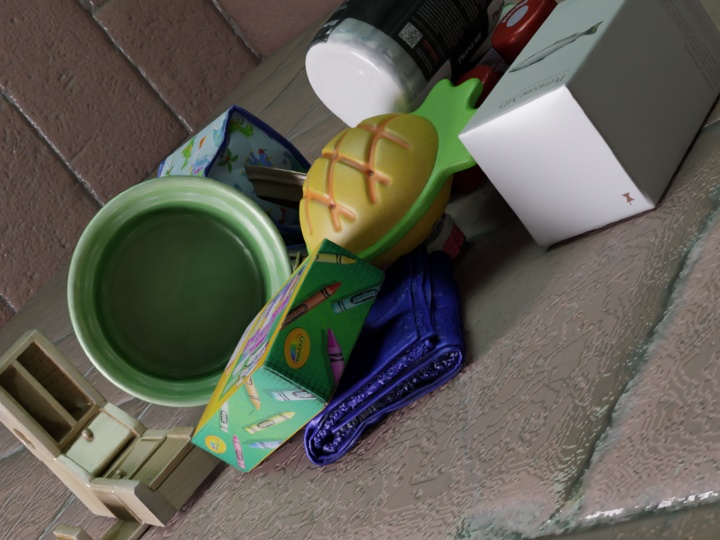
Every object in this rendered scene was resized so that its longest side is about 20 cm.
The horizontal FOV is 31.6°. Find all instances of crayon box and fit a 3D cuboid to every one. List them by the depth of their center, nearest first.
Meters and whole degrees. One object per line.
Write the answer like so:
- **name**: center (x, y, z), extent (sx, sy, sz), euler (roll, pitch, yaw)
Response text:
- **crayon box**: center (-0.061, 0.072, 1.001), extent (0.200, 0.058, 0.120), euler (-45, 17, 58)

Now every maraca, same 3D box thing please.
- **maraca**: center (0.029, -0.078, 1.043), extent (0.199, 0.107, 0.138), euler (-39, 39, 18)

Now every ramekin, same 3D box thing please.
- **ramekin**: center (-0.161, 0.020, 1.153), extent (0.200, 0.200, 0.098), euler (-43, 3, -9)

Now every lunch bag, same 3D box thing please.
- **lunch bag**: center (-0.117, -0.057, 1.388), extent (0.169, 0.199, 0.129), euler (-24, 42, 51)

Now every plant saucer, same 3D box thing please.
- **plant saucer**: center (-0.018, -0.067, 1.234), extent (0.200, 0.198, 0.030), euler (-171, 94, -71)

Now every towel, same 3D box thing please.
- **towel**: center (0.014, 0.057, 1.010), extent (0.147, 0.050, 0.200), euler (-36, 15, 14)

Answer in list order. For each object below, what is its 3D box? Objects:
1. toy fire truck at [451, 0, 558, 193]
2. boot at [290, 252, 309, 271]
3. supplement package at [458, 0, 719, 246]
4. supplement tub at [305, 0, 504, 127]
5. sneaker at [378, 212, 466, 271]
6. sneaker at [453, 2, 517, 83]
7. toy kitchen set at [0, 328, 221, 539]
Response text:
- **toy fire truck**: center (0.129, -0.154, 1.154), extent (0.201, 0.112, 0.168), euler (-52, 20, -7)
- **boot**: center (-0.099, -0.014, 1.260), extent (0.199, 0.155, 0.072), euler (-35, 15, 14)
- **supplement package**: center (0.188, -0.134, 0.988), extent (0.116, 0.118, 0.200), euler (-20, 25, 48)
- **supplement tub**: center (0.050, -0.225, 1.152), extent (0.201, 0.123, 0.122), euler (-52, 18, -24)
- **sneaker**: center (0.000, 0.000, 1.160), extent (0.199, 0.075, 0.081), euler (-37, 15, 19)
- **sneaker**: center (0.076, -0.220, 1.262), extent (0.199, 0.089, 0.077), euler (-35, -20, -25)
- **toy kitchen set**: center (-0.266, 0.169, 1.137), extent (0.163, 0.181, 0.199), euler (-49, 17, -26)
